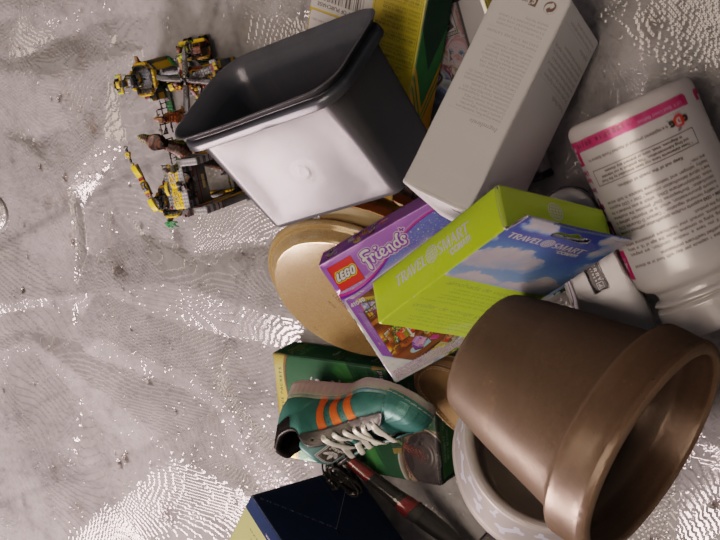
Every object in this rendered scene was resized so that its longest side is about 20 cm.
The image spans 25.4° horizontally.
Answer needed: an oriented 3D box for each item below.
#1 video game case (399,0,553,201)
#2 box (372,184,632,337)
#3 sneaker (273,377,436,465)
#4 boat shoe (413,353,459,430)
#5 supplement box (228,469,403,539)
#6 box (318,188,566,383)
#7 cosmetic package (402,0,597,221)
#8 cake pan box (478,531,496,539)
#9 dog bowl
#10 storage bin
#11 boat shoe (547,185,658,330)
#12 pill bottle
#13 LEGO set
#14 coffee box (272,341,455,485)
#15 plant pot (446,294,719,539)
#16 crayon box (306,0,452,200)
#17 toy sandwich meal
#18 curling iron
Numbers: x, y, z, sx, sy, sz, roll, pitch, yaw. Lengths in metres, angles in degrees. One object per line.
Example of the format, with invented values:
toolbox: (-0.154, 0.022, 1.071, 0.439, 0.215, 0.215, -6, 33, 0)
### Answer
video game case: (0.067, -0.150, 1.500, 0.200, 0.025, 0.181, -14, 98, 37)
box: (0.115, -0.007, 1.341, 0.200, 0.122, 0.048, -38, 52, 44)
sneaker: (-0.008, 0.153, 1.544, 0.071, 0.080, 0.200, 37, 154, -31)
boat shoe: (0.128, 0.144, 1.495, 0.200, 0.064, 0.071, 31, 119, 20)
supplement box: (-0.043, 0.351, 1.646, 0.200, 0.134, 0.200, 52, 134, 30)
box: (0.081, -0.003, 1.466, 0.200, 0.039, 0.137, -29, 105, 14)
cosmetic package: (0.121, -0.137, 1.365, 0.074, 0.102, 0.200, 26, 86, 27)
cake pan box: (0.159, 0.387, 1.597, 0.184, 0.052, 0.200, 34, 125, 18)
dog bowl: (0.180, 0.154, 1.425, 0.200, 0.200, 0.059, 38, 167, 18)
storage bin: (-0.039, -0.131, 1.431, 0.200, 0.146, 0.134, -14, 125, 38)
boat shoe: (0.214, 0.021, 1.407, 0.072, 0.066, 0.200, -26, 87, 17)
pill bottle: (0.264, -0.050, 1.340, 0.113, 0.113, 0.200, -24, 91, 38)
LEGO set: (-0.190, -0.132, 1.629, 0.153, 0.116, 0.201, 7, 109, 33)
coffee box: (0.004, 0.145, 1.635, 0.200, 0.044, 0.123, 8, 110, 33)
plant pot: (0.172, 0.106, 1.315, 0.174, 0.200, 0.201, 32, 122, 28)
crayon box: (0.007, -0.181, 1.485, 0.127, 0.051, 0.200, 25, 118, 27)
toy sandwich meal: (0.000, 0.000, 1.569, 0.205, 0.070, 0.205, 18, 141, 15)
curling iron: (0.047, 0.244, 1.624, 0.200, 0.026, 0.050, 31, 143, 0)
